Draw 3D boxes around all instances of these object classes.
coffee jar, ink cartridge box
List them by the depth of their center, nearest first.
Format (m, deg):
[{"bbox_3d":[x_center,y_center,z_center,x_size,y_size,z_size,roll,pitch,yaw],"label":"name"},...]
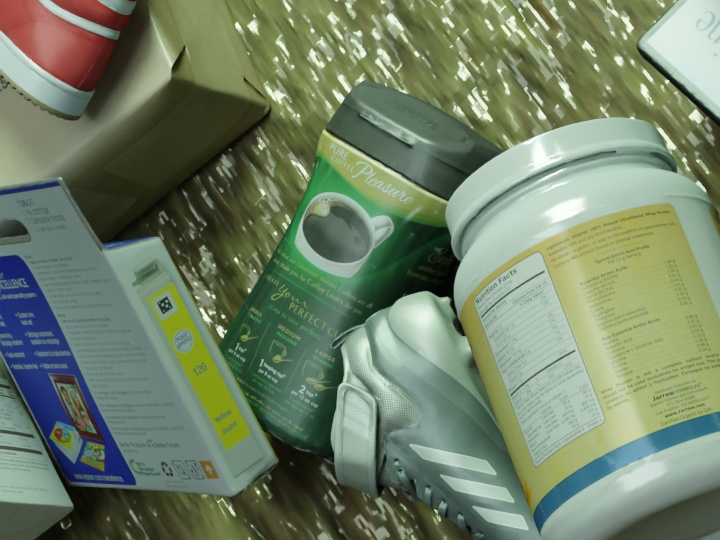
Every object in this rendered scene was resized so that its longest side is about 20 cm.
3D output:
[{"bbox_3d":[0.000,0.000,1.351,0.104,0.085,0.201,32,100,31],"label":"coffee jar"},{"bbox_3d":[-0.153,0.033,1.371,0.197,0.047,0.201,-3,115,57],"label":"ink cartridge box"}]

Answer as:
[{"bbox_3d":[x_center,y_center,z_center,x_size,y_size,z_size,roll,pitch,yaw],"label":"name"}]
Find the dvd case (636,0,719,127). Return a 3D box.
[{"bbox_3d":[0.255,-0.143,1.226,0.200,0.018,0.143,-46,60,3],"label":"dvd case"}]

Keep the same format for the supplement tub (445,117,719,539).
[{"bbox_3d":[0.132,0.040,1.222,0.144,0.144,0.201,-31,65,25],"label":"supplement tub"}]

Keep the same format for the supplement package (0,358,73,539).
[{"bbox_3d":[-0.304,0.094,1.433,0.151,0.150,0.201,-36,68,18],"label":"supplement package"}]

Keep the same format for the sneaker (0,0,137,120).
[{"bbox_3d":[-0.201,-0.189,1.408,0.200,0.071,0.113,43,108,25],"label":"sneaker"}]

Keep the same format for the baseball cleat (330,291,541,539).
[{"bbox_3d":[0.049,0.115,1.283,0.106,0.070,0.201,-28,77,3],"label":"baseball cleat"}]

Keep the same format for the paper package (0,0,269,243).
[{"bbox_3d":[-0.183,-0.125,1.488,0.200,0.103,0.192,-36,63,23],"label":"paper package"}]
